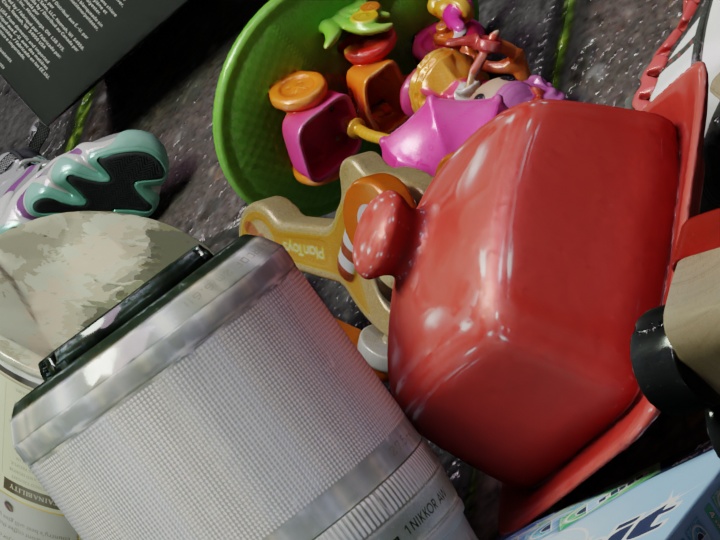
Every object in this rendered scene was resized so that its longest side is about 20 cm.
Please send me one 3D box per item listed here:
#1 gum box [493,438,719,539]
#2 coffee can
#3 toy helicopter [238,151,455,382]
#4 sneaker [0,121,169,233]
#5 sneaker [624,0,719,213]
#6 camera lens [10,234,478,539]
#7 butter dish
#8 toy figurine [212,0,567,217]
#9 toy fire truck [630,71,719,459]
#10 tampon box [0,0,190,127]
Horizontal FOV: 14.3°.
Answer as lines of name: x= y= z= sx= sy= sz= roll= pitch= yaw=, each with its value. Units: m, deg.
gum box: x=0.092 y=0.150 z=1.267 sx=0.170 sy=0.045 sz=0.200 roll=-30 pitch=6 yaw=33
coffee can: x=-0.145 y=0.090 z=1.551 sx=0.147 sy=0.146 sz=0.200 roll=-97 pitch=11 yaw=-51
toy helicopter: x=0.000 y=0.000 z=1.557 sx=0.079 sy=0.133 sz=0.200 roll=-17 pitch=17 yaw=-34
sneaker: x=-0.210 y=-0.062 z=1.970 sx=0.200 sy=0.078 sz=0.140 roll=-36 pitch=34 yaw=24
sneaker: x=0.197 y=-0.103 z=1.463 sx=0.098 sy=0.071 sz=0.201 roll=2 pitch=64 yaw=45
camera lens: x=-0.057 y=0.096 z=1.363 sx=0.160 sy=0.200 sz=0.160 roll=-36 pitch=3 yaw=2
butter dish: x=0.068 y=0.002 z=1.380 sx=0.199 sy=0.147 sz=0.201 roll=130 pitch=154 yaw=-60
toy figurine: x=0.047 y=-0.086 z=1.632 sx=0.200 sy=0.150 sz=0.184 roll=-34 pitch=38 yaw=-24
toy fire truck: x=0.206 y=0.001 z=1.234 sx=0.128 sy=0.176 sz=0.200 roll=-18 pitch=43 yaw=44
tampon box: x=-0.172 y=-0.225 z=2.004 sx=0.200 sy=0.126 sz=0.150 roll=-38 pitch=8 yaw=22
